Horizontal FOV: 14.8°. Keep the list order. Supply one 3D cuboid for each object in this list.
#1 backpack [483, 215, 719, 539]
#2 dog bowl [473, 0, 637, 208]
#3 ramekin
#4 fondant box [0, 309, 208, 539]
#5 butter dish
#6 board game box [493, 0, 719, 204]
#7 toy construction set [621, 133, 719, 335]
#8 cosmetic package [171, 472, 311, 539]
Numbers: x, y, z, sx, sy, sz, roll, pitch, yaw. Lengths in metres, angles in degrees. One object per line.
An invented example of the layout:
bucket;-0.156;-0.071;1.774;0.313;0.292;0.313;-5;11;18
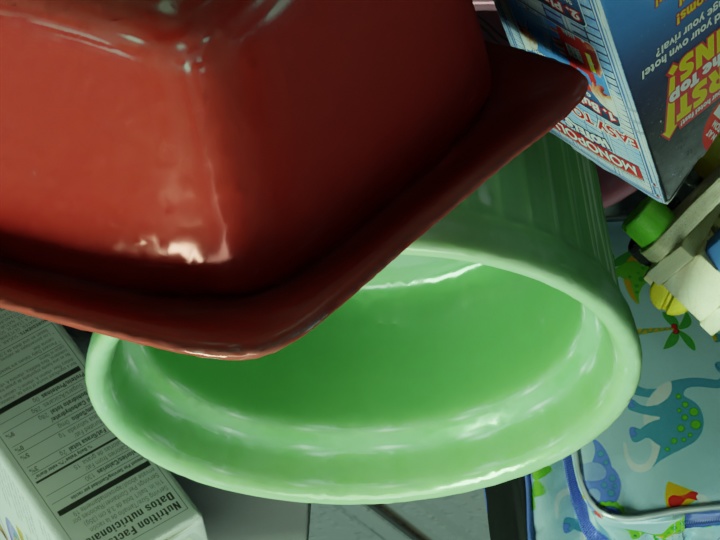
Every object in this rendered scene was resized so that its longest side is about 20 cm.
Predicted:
backpack;0.158;0.070;1.207;0.199;0.183;0.147;-2;151;-11
dog bowl;0.040;-0.083;1.047;0.200;0.074;0.200;-2;149;-1
ramekin;0.000;0.000;1.016;0.199;0.098;0.200;-1;150;-1
fondant box;-0.128;0.096;1.195;0.058;0.200;0.144;-28;141;-15
butter dish;-0.061;-0.084;0.822;0.200;0.199;0.148;13;124;32
board game box;0.108;-0.130;0.876;0.200;0.062;0.200;-37;144;-24
toy construction set;0.172;-0.040;1.069;0.200;0.092;0.131;-31;170;-49
cosmetic package;-0.063;0.067;1.264;0.090;0.107;0.200;-1;148;0
